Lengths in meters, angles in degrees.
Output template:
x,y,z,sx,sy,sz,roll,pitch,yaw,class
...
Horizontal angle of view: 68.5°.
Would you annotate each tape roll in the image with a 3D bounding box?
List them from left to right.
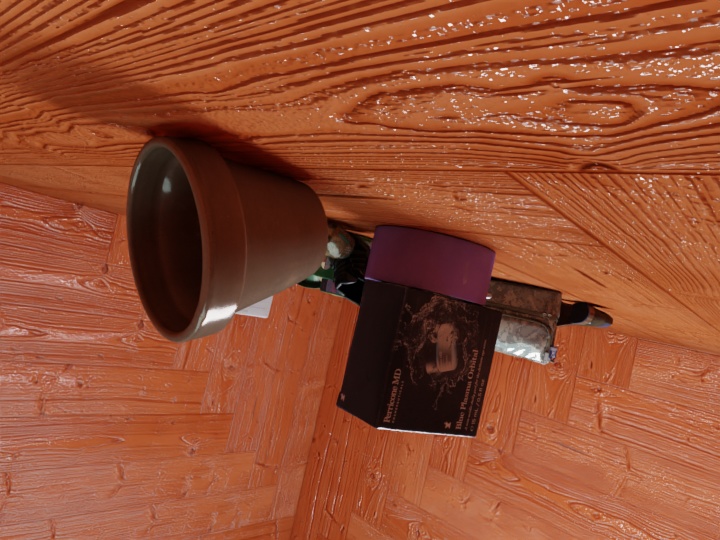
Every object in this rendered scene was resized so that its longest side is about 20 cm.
x,y,z,sx,sy,sz,roll,pitch,yaw,class
0.110,-0.006,0.849,0.197,0.086,0.200,14,178,0,tape roll

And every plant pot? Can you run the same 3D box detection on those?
x,y,z,sx,sy,sz,roll,pitch,yaw,class
-0.133,-0.036,0.572,0.173,0.203,0.199,-7,-168,-42,plant pot

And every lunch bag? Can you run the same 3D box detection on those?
x,y,z,sx,sy,sz,roll,pitch,yaw,class
0.373,0.121,1.258,0.198,0.170,0.139,12,177,20,lunch bag

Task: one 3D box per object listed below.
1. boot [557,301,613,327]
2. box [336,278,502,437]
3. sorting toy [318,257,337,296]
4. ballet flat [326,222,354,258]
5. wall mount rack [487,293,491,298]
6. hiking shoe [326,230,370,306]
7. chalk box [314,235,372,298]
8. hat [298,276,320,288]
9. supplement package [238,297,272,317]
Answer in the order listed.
x,y,z,sx,sy,sz,roll,pitch,yaw,class
0.560,0.123,1.388,0.096,0.076,0.200,17,175,-18,boot
0.091,0.134,0.803,0.198,0.199,0.117,15,177,-31,box
-0.011,0.005,1.326,0.196,0.070,0.200,11,156,25,sorting toy
-0.099,-0.071,0.952,0.198,0.071,0.066,9,148,32,ballet flat
0.159,0.087,0.992,0.075,0.173,0.200,52,-161,-12,wall mount rack
-0.015,-0.002,0.943,0.200,0.076,0.100,47,-155,20,hiking shoe
0.000,0.000,1.083,0.198,0.127,0.124,13,178,-29,chalk box
-0.136,-0.061,1.546,0.164,0.177,0.200,24,-136,16,hat
-0.240,-0.018,1.068,0.116,0.203,0.117,12,177,29,supplement package
